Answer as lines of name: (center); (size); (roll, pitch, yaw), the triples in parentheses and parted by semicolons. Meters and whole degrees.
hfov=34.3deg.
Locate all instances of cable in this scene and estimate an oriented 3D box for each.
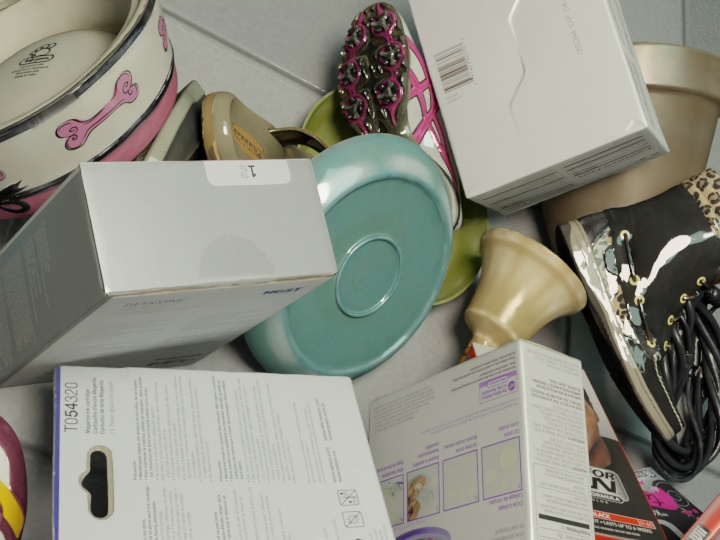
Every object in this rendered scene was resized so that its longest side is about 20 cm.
cable: (0.305, 0.093, 1.073); (0.163, 0.050, 0.203); (45, 54, -55)

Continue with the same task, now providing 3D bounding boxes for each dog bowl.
dog bowl: (-0.206, -0.117, 0.748); (0.074, 0.197, 0.202); (62, 41, -40)

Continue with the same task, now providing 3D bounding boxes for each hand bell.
hand bell: (0.087, 0.076, 0.936); (0.104, 0.104, 0.201); (42, 72, -13)

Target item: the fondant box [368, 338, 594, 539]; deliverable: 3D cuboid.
fondant box: (0.069, 0.161, 0.699); (0.058, 0.144, 0.203); (20, 59, -33)

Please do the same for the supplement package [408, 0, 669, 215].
supplement package: (0.143, -0.171, 0.959); (0.111, 0.154, 0.203); (13, 59, -65)

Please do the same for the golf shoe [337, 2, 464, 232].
golf shoe: (0.036, -0.120, 0.965); (0.092, 0.072, 0.204); (5, 72, -55)

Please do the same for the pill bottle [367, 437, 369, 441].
pill bottle: (-0.003, 0.222, 0.786); (0.110, 0.111, 0.203); (9, 65, -33)

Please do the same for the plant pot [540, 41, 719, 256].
plant pot: (0.239, -0.098, 1.076); (0.197, 0.199, 0.177); (5, 82, -34)

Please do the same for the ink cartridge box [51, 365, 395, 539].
ink cartridge box: (-0.083, 0.138, 0.689); (0.196, 0.044, 0.198); (3, 37, -16)

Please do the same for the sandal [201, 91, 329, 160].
sandal: (-0.047, -0.073, 0.838); (0.200, 0.053, 0.082); (37, 40, -60)

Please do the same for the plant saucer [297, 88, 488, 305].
plant saucer: (0.024, -0.061, 0.987); (0.198, 0.031, 0.203); (16, 61, -30)

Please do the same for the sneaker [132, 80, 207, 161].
sneaker: (-0.109, -0.065, 0.817); (0.106, 0.075, 0.201); (46, 18, -14)

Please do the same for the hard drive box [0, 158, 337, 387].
hard drive box: (-0.134, 0.005, 0.728); (0.154, 0.199, 0.078); (-5, 74, -38)

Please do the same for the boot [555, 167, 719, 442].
boot: (0.265, 0.025, 0.977); (0.149, 0.073, 0.202); (-25, 86, -1)

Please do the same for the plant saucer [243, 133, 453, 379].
plant saucer: (0.000, 0.000, 0.858); (0.198, 0.027, 0.203); (-22, 126, -34)

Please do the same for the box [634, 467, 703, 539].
box: (0.169, 0.240, 0.866); (0.198, 0.134, 0.115); (-1, 29, -37)

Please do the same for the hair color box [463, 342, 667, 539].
hair color box: (0.129, 0.137, 0.814); (0.100, 0.062, 0.201); (14, 26, -15)

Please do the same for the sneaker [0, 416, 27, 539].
sneaker: (-0.226, 0.170, 0.659); (0.074, 0.090, 0.203); (21, 59, -27)

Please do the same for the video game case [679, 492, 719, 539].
video game case: (0.211, 0.220, 0.775); (0.200, 0.143, 0.017); (-47, 56, -7)
